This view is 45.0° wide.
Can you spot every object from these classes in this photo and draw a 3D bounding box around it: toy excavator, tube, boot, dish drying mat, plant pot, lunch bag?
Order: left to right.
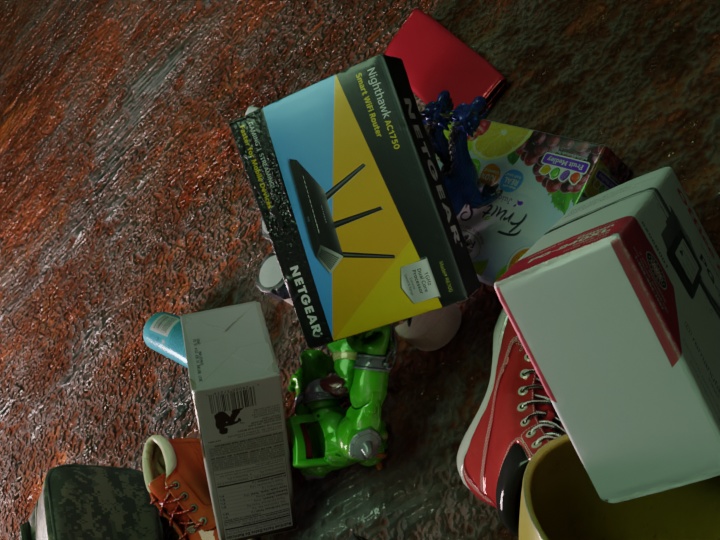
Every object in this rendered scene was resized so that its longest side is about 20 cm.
[{"bbox_3d":[-0.312,0.348,0.990,0.168,0.139,0.200,-62,37,26],"label":"lunch bag"},{"bbox_3d":[-0.175,0.259,0.909,0.075,0.107,0.200,-44,45,18],"label":"boot"},{"bbox_3d":[-0.194,0.095,1.068,0.199,0.050,0.078,14,84,44],"label":"tube"},{"bbox_3d":[0.000,0.000,0.884,0.199,0.100,0.195,-19,57,29],"label":"toy excavator"},{"bbox_3d":[0.088,-0.223,0.963,0.077,0.018,0.200,-51,42,15],"label":"dish drying mat"},{"bbox_3d":[0.140,0.090,0.647,0.144,0.072,0.201,-168,97,-83],"label":"boot"},{"bbox_3d":[0.181,0.209,0.518,0.200,0.199,0.143,37,125,50],"label":"plant pot"}]

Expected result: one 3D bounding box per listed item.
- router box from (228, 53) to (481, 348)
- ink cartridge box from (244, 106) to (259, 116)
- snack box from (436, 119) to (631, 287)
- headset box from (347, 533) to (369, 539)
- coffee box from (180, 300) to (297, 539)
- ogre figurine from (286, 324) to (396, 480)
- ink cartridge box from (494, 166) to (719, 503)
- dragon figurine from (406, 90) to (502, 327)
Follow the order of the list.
[{"bbox_3d":[-0.005,-0.054,0.712,0.149,0.051,0.201,-19,92,23],"label":"router box"},{"bbox_3d":[-0.038,-0.111,0.878,0.050,0.162,0.200,-64,19,0],"label":"ink cartridge box"},{"bbox_3d":[0.128,-0.060,0.803,0.200,0.053,0.143,25,89,50],"label":"snack box"},{"bbox_3d":[-0.010,0.342,0.694,0.200,0.075,0.149,-52,40,0],"label":"headset box"},{"bbox_3d":[-0.114,0.146,0.826,0.113,0.079,0.201,-115,19,-53],"label":"coffee box"},{"bbox_3d":[-0.023,0.129,0.822,0.199,0.098,0.121,-21,59,41],"label":"ogre figurine"},{"bbox_3d":[0.180,0.028,0.556,0.083,0.200,0.146,-27,94,32],"label":"ink cartridge box"},{"bbox_3d":[0.058,-0.058,0.758,0.201,0.099,0.059,-59,40,7],"label":"dragon figurine"}]
